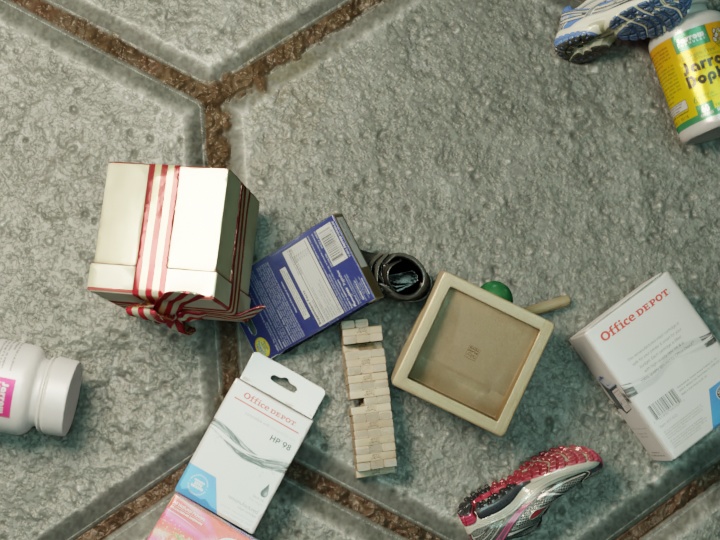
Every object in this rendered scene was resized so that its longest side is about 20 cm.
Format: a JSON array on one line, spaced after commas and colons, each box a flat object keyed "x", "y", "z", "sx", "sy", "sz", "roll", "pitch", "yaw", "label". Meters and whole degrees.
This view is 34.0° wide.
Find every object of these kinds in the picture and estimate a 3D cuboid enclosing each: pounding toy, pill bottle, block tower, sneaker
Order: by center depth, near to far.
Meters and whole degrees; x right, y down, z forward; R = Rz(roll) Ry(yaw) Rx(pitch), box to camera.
[{"x": -0.455, "y": 0.141, "z": 1.465, "sx": 0.198, "sy": 0.113, "sz": 0.114, "roll": 11, "pitch": 80, "yaw": -3, "label": "pill bottle"}, {"x": 0.225, "y": 0.292, "z": 1.526, "sx": 0.199, "sy": 0.081, "sz": 0.075, "roll": -29, "pitch": 99, "yaw": -1, "label": "sneaker"}, {"x": 0.163, "y": 0.089, "z": 1.532, "sx": 0.183, "sy": 0.142, "sz": 0.201, "roll": 25, "pitch": 91, "yaw": 0, "label": "pounding toy"}, {"x": 0.010, "y": 0.165, "z": 1.532, "sx": 0.053, "sy": 0.058, "sz": 0.202, "roll": -6, "pitch": 83, "yaw": -5, "label": "block tower"}, {"x": 0.000, "y": 0.000, "z": 1.535, "sx": 0.198, "sy": 0.099, "sz": 0.071, "roll": 8, "pitch": 82, "yaw": -2, "label": "sneaker"}, {"x": 0.349, "y": -0.357, "z": 1.594, "sx": 0.199, "sy": 0.077, "sz": 0.086, "roll": -14, "pitch": 61, "yaw": 35, "label": "sneaker"}, {"x": 0.461, "y": -0.284, "z": 1.613, "sx": 0.112, "sy": 0.113, "sz": 0.202, "roll": -16, "pitch": 83, "yaw": -7, "label": "pill bottle"}]

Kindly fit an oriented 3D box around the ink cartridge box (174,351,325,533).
[{"x": -0.137, "y": 0.215, "z": 1.499, "sx": 0.115, "sy": 0.067, "sz": 0.201, "roll": 28, "pitch": 84, "yaw": 0, "label": "ink cartridge box"}]

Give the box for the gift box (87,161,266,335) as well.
[{"x": -0.216, "y": -0.022, "z": 1.461, "sx": 0.198, "sy": 0.185, "sz": 0.189, "roll": 4, "pitch": 79, "yaw": 15, "label": "gift box"}]

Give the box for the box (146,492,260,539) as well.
[{"x": -0.169, "y": 0.368, "z": 1.465, "sx": 0.199, "sy": 0.095, "sz": 0.103, "roll": 32, "pitch": 79, "yaw": 0, "label": "box"}]

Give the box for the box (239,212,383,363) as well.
[{"x": -0.077, "y": 0.026, "z": 1.524, "sx": 0.199, "sy": 0.032, "sz": 0.122, "roll": -30, "pitch": 83, "yaw": 27, "label": "box"}]

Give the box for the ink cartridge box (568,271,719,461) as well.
[{"x": 0.396, "y": 0.127, "z": 1.556, "sx": 0.146, "sy": 0.086, "sz": 0.201, "roll": -34, "pitch": 84, "yaw": -9, "label": "ink cartridge box"}]
